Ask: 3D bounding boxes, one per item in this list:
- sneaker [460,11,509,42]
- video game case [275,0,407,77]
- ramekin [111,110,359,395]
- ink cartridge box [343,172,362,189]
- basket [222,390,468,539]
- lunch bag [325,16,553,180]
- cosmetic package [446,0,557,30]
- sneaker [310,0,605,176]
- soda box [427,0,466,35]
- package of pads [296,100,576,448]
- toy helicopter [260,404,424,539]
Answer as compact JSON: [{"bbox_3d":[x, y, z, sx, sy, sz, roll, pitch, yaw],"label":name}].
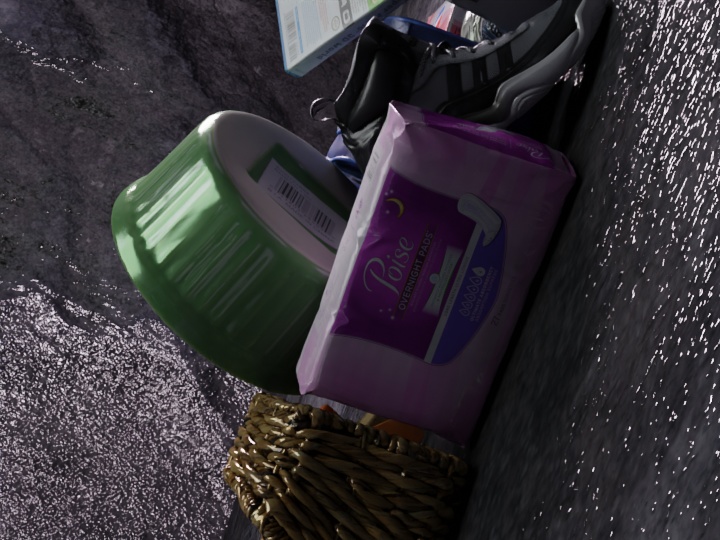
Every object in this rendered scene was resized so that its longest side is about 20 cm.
[{"bbox_3d":[0.143,-0.256,1.237,0.086,0.078,0.200,158,124,-68],"label":"sneaker"},{"bbox_3d":[0.007,-0.249,1.141,0.200,0.018,0.143,-30,57,38],"label":"video game case"},{"bbox_3d":[-0.066,-0.019,1.098,0.098,0.200,0.200,-46,15,23],"label":"ramekin"},{"bbox_3d":[0.000,0.000,1.259,0.200,0.119,0.042,-60,7,-36],"label":"ink cartridge box"},{"bbox_3d":[-0.028,0.168,1.025,0.200,0.143,0.149,155,134,-83],"label":"basket"},{"bbox_3d":[0.055,-0.102,1.163,0.200,0.136,0.132,-145,74,-83],"label":"lunch bag"},{"bbox_3d":[0.065,-0.250,1.175,0.200,0.113,0.081,38,106,44],"label":"cosmetic package"},{"bbox_3d":[0.061,-0.137,1.025,0.200,0.114,0.075,-43,3,1],"label":"sneaker"},{"bbox_3d":[0.098,-0.211,1.457,0.200,0.070,0.063,-179,106,-85],"label":"soda box"},{"bbox_3d":[0.044,0.002,0.980,0.076,0.120,0.200,-93,21,-71],"label":"package of pads"},{"bbox_3d":[-0.028,0.168,1.182,0.200,0.079,0.132,-48,3,-41],"label":"toy helicopter"}]
